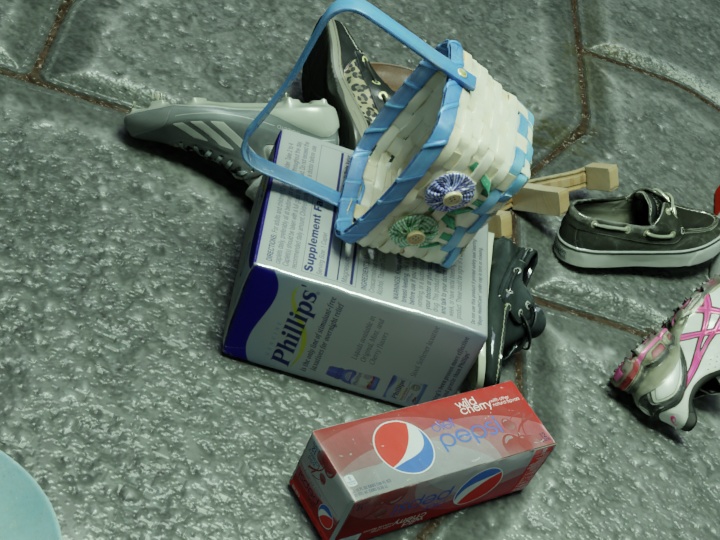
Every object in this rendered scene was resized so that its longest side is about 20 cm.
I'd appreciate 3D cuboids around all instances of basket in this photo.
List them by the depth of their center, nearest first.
[{"bbox_3d":[0.027,-0.106,1.074,0.199,0.177,0.140,29,42,-12],"label":"basket"}]

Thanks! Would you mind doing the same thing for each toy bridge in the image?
[{"bbox_3d":[0.177,-0.072,1.374,0.067,0.027,0.199,10,25,43],"label":"toy bridge"}]

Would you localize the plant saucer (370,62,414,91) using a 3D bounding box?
[{"bbox_3d":[0.047,-0.139,1.401,0.199,0.032,0.201,15,40,-13],"label":"plant saucer"}]

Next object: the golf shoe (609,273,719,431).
[{"bbox_3d":[0.313,0.075,1.270,0.092,0.073,0.200,42,52,12],"label":"golf shoe"}]

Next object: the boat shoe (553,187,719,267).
[{"bbox_3d":[0.289,-0.045,1.375,0.199,0.064,0.071,-6,38,-25],"label":"boat shoe"}]

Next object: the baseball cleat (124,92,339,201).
[{"bbox_3d":[-0.118,-0.108,1.253,0.198,0.107,0.070,-1,0,9],"label":"baseball cleat"}]

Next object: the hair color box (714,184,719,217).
[{"bbox_3d":[0.499,-0.072,1.492,0.199,0.111,0.064,23,39,-2],"label":"hair color box"}]

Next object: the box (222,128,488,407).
[{"bbox_3d":[0.000,0.000,1.163,0.199,0.105,0.185,18,40,-9],"label":"box"}]

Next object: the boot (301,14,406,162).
[{"bbox_3d":[0.030,-0.161,1.342,0.153,0.074,0.204,8,43,-24],"label":"boot"}]

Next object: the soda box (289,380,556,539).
[{"bbox_3d":[0.049,0.146,1.057,0.199,0.064,0.070,-9,50,-35],"label":"soda box"}]

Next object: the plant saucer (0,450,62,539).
[{"bbox_3d":[-0.289,0.184,0.864,0.199,0.039,0.202,14,40,-12],"label":"plant saucer"}]

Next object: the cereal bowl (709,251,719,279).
[{"bbox_3d":[0.460,0.013,1.400,0.199,0.084,0.201,14,40,-11],"label":"cereal bowl"}]

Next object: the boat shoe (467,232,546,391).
[{"bbox_3d":[0.131,0.037,1.213,0.066,0.075,0.200,10,30,1],"label":"boat shoe"}]
